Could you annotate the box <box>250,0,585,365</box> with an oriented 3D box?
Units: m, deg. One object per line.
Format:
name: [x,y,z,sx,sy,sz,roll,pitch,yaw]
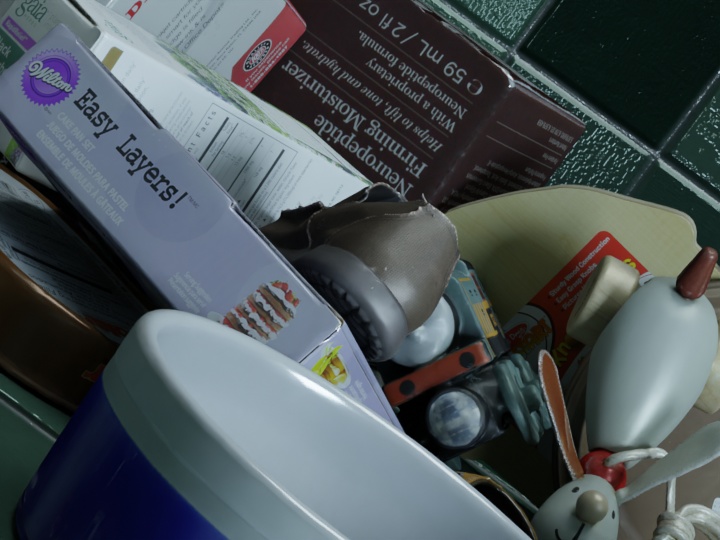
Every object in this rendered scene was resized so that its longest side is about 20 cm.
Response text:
box: [0.002,-0.068,1.414,0.166,0.200,0.164,38,8,20]

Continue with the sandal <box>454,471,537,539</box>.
sandal: [0.047,0.121,1.018,0.082,0.055,0.200,34,8,-18]

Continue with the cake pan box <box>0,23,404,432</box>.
cake pan box: [-0.065,0.005,0.981,0.200,0.052,0.184,47,-9,24]

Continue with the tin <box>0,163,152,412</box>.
tin: [-0.149,-0.004,0.977,0.112,0.042,0.200,22,16,-47]

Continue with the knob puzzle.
knob puzzle: [0.122,0.035,1.324,0.220,0.220,0.030,37,22,4]

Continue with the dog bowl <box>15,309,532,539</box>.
dog bowl: [-0.013,0.103,0.772,0.200,0.079,0.200,35,8,-6]

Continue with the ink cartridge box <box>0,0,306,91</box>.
ink cartridge box: [-0.130,-0.137,1.265,0.083,0.147,0.200,42,-1,20]

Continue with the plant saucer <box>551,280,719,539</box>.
plant saucer: [0.204,0.105,1.260,0.200,0.200,0.029,37,3,5]

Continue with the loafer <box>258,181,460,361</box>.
loafer: [0.000,0.000,1.050,0.073,0.071,0.200,55,-12,-14]

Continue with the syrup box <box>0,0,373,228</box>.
syrup box: [-0.093,-0.061,1.138,0.200,0.082,0.079,27,10,-42]

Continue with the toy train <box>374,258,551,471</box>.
toy train: [0.047,0.050,1.233,0.114,0.085,0.200,64,8,3]

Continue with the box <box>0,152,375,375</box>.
box: [-0.093,0.006,1.166,0.200,0.036,0.143,37,7,12]

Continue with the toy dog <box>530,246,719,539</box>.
toy dog: [0.146,0.062,1.167,0.132,0.096,0.200,10,49,-10]
